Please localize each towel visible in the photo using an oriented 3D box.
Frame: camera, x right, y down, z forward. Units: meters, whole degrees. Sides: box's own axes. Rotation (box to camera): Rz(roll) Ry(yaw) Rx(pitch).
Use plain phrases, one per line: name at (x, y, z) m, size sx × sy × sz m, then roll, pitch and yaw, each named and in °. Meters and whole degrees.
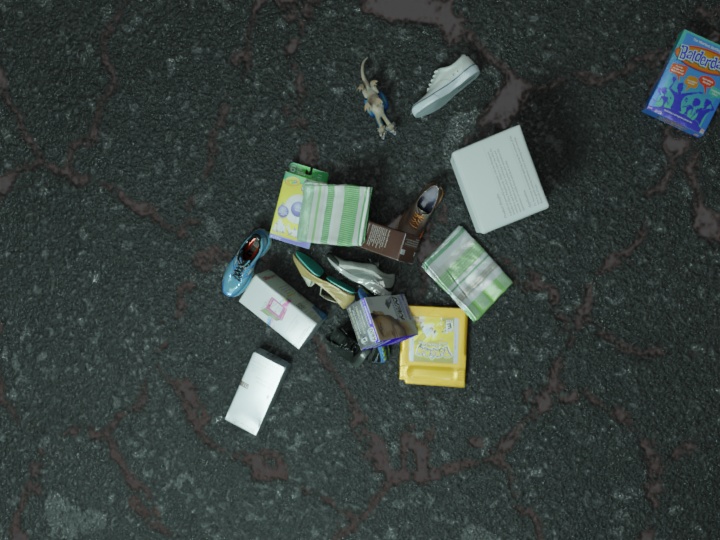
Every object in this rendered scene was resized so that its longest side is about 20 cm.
towel at (0.270, 0.007, 1.699) m, size 0.149 × 0.031 × 0.200 m, roll -44°, pitch 85°, yaw -3°
towel at (-0.068, -0.141, 1.669) m, size 0.196 × 0.023 × 0.157 m, roll 8°, pitch 89°, yaw 29°

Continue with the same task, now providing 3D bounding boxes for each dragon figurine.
dragon figurine at (0.036, -0.429, 1.708) m, size 0.058 × 0.099 × 0.204 m, roll -23°, pitch 71°, yaw 10°

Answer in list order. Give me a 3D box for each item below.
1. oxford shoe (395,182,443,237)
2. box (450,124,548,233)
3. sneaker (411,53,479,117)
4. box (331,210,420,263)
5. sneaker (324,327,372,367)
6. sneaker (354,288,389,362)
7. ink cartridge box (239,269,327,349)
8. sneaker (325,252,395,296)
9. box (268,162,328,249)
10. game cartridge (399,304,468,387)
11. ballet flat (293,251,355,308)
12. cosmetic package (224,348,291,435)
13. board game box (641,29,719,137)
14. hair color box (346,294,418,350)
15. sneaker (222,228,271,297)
oxford shoe at (0.139, -0.134, 1.702) m, size 0.070 × 0.073 × 0.203 m, roll 29°, pitch 97°, yaw 5°
box at (0.325, -0.210, 1.609) m, size 0.168 × 0.200 × 0.203 m, roll -21°, pitch 91°, yaw 7°
sneaker at (0.202, -0.461, 1.685) m, size 0.198 × 0.073 × 0.071 m, roll -36°, pitch 79°, yaw -1°
box at (0.038, -0.082, 1.676) m, size 0.197 × 0.100 × 0.077 m, roll 22°, pitch 95°, yaw 26°
sneaker at (-0.036, 0.187, 1.687) m, size 0.104 × 0.200 × 0.060 m, roll 42°, pitch 76°, yaw -1°
sneaker at (0.016, 0.147, 1.726) m, size 0.081 × 0.071 × 0.204 m, roll -8°, pitch 108°, yaw 20°
ink cartridge box at (-0.196, 0.096, 1.727) m, size 0.199 × 0.144 × 0.085 m, roll 39°, pitch 99°, yaw 4°
sneaker at (0.000, 0.000, 1.737) m, size 0.197 × 0.074 × 0.081 m, roll 27°, pitch 86°, yaw 0°
box at (-0.157, -0.169, 1.753) m, size 0.114 × 0.048 × 0.205 m, roll 15°, pitch 94°, yaw 1°
game cartridge at (0.188, 0.193, 1.734) m, size 0.171 × 0.032 × 0.206 m, roll 2°, pitch 92°, yaw 8°
ballet flat at (-0.104, 0.030, 1.753) m, size 0.198 × 0.069 × 0.064 m, roll 35°, pitch 111°, yaw 6°
cosmetic package at (-0.271, 0.320, 1.787) m, size 0.100 × 0.074 × 0.204 m, roll 24°, pitch 95°, yaw 7°
board game box at (0.787, -0.444, 1.607) m, size 0.149 × 0.045 × 0.204 m, roll 25°, pitch 95°, yaw 6°
hair color box at (0.057, 0.123, 1.644) m, size 0.064 × 0.198 × 0.112 m, roll -27°, pitch 77°, yaw 31°
sneaker at (-0.310, -0.022, 1.764) m, size 0.077 × 0.090 × 0.203 m, roll 30°, pitch 96°, yaw 5°
